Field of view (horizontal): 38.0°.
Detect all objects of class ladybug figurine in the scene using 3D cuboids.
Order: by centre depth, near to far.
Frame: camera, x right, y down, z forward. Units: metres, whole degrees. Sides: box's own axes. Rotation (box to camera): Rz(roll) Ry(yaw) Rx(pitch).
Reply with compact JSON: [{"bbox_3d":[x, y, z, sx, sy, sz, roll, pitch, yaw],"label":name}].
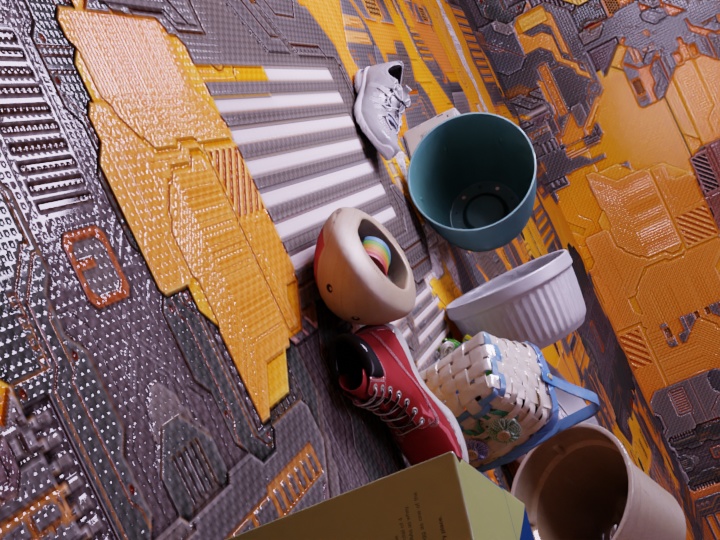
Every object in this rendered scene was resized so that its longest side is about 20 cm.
[{"bbox_3d":[0.000,0.000,1.147,0.136,0.072,0.200,49,17,-7],"label":"ladybug figurine"}]

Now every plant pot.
[{"bbox_3d":[0.333,0.331,1.403,0.183,0.200,0.202,30,36,-33],"label":"plant pot"},{"bbox_3d":[0.186,-0.121,1.658,0.161,0.199,0.202,57,16,-63],"label":"plant pot"}]

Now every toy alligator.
[{"bbox_3d":[0.130,0.113,1.423,0.054,0.060,0.200,29,-1,30],"label":"toy alligator"}]

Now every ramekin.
[{"bbox_3d":[0.235,0.059,1.533,0.106,0.199,0.200,64,19,-1],"label":"ramekin"}]

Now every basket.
[{"bbox_3d":[0.171,0.172,1.279,0.199,0.176,0.140,23,41,-37],"label":"basket"}]

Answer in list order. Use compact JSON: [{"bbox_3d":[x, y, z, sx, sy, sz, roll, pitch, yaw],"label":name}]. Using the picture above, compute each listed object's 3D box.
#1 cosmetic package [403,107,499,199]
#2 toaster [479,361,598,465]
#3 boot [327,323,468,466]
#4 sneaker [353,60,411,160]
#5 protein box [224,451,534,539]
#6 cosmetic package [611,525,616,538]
[{"bbox_3d":[0.165,-0.188,1.804,0.200,0.103,0.074,35,36,-55],"label":"cosmetic package"},{"bbox_3d":[0.253,0.206,1.523,0.201,0.114,0.129,51,19,10],"label":"toaster"},{"bbox_3d":[0.036,0.152,1.092,0.201,0.072,0.144,60,18,7],"label":"boot"},{"bbox_3d":[0.038,-0.250,1.562,0.075,0.081,0.201,47,26,-44],"label":"sneaker"},{"bbox_3d":[0.023,0.264,0.705,0.135,0.199,0.200,42,30,-50],"label":"protein box"},{"bbox_3d":[0.342,0.386,1.587,0.201,0.103,0.087,60,20,-19],"label":"cosmetic package"}]
